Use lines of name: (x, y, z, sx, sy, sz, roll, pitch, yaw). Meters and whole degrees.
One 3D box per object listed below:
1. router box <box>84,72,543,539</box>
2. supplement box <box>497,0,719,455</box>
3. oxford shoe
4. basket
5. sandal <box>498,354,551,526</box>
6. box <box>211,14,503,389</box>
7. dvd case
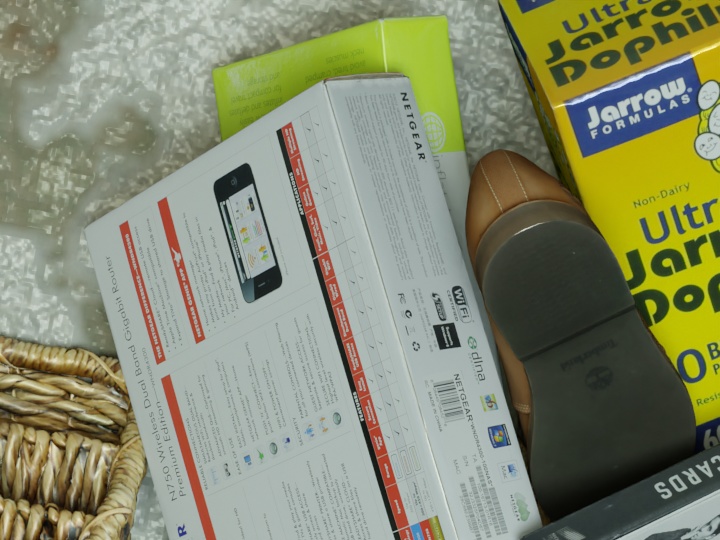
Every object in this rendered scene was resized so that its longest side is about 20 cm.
router box: (-0.025, 0.043, 1.059, 0.049, 0.179, 0.201, -8, 77, -42)
supplement box: (0.145, -0.030, 1.061, 0.108, 0.110, 0.201, -22, 121, 2)
oxford shoe: (0.087, 0.032, 1.017, 0.071, 0.071, 0.201, -20, 131, -1)
basket: (-0.198, 0.100, 1.098, 0.199, 0.143, 0.150, 13, 93, 1)
sandal: (0.060, 0.096, 1.133, 0.054, 0.080, 0.202, 8, 88, -21)
box: (0.000, 0.000, 1.098, 0.047, 0.122, 0.201, -7, 87, -41)
dvd case: (0.150, 0.120, 1.054, 0.199, 0.151, 0.025, -23, 55, -19)
